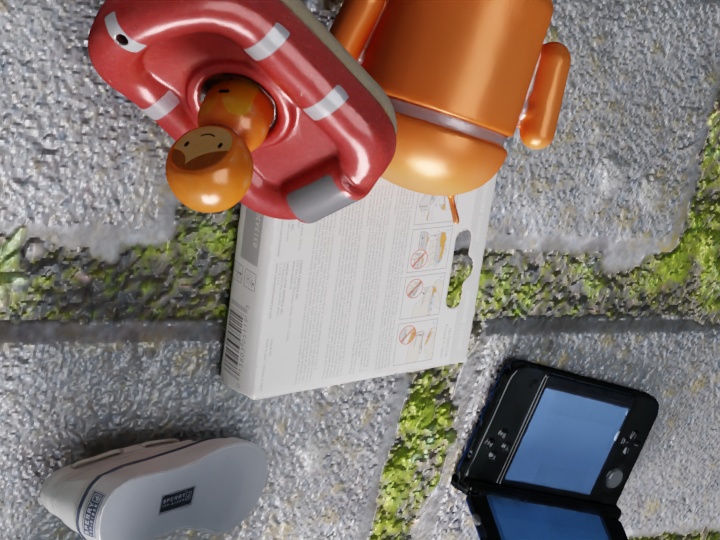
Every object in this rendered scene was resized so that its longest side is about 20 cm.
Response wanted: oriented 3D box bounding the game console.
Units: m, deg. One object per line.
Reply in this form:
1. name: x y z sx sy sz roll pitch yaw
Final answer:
1. game console: 0.186 0.186 1.354 0.200 0.118 0.171 16 102 -41

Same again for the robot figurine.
1. robot figurine: 0.057 -0.138 1.094 0.144 0.116 0.201 12 97 -48

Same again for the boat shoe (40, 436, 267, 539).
1. boat shoe: -0.137 0.143 1.124 0.200 0.065 0.074 8 100 -61

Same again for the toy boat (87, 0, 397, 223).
1. toy boat: -0.079 -0.090 0.978 0.200 0.130 0.131 44 44 -24

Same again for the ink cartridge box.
1. ink cartridge box: 0.000 0.000 1.174 0.199 0.050 0.162 -9 116 -38
